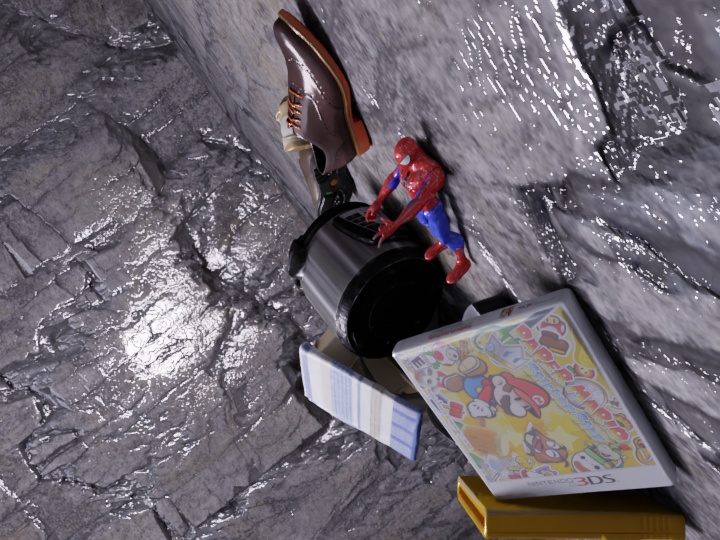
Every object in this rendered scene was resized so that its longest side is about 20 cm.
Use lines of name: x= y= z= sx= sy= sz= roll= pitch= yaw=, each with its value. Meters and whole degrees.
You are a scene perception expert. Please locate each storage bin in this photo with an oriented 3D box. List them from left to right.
storage bin: x=0.016 y=0.171 z=1.047 sx=0.198 sy=0.094 sz=0.200 roll=44 pitch=180 yaw=-2

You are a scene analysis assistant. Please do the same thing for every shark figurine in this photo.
shark figurine: x=0.108 y=0.161 z=0.900 sx=0.090 sy=0.209 sz=0.130 roll=-82 pitch=-21 yaw=-54

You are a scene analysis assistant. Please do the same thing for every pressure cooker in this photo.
pressure cooker: x=-0.001 y=0.003 z=0.900 sx=0.200 sy=0.178 sz=0.177 roll=46 pitch=176 yaw=45

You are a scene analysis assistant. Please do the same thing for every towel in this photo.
towel: x=-0.001 y=0.183 z=0.884 sx=0.197 sy=0.024 sz=0.149 roll=26 pitch=145 yaw=21

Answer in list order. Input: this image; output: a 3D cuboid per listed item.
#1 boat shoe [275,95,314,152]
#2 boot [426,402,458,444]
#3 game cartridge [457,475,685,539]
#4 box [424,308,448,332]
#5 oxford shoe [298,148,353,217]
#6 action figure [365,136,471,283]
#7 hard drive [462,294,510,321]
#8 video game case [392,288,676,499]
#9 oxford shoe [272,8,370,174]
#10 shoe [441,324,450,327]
boat shoe: x=-0.075 y=-0.204 z=0.834 sx=0.200 sy=0.072 sz=0.071 roll=-111 pitch=9 yaw=-73
boot: x=0.183 y=0.193 z=0.704 sx=0.196 sy=0.071 sz=0.174 roll=14 pitch=161 yaw=33
game cartridge: x=0.215 y=0.257 z=0.685 sx=0.176 sy=0.194 sz=0.033 roll=87 pitch=-174 yaw=-82
box: x=0.135 y=0.153 z=1.050 sx=0.202 sy=0.040 sz=0.158 roll=58 pitch=-155 yaw=-33
oxford shoe: x=-0.059 y=-0.154 z=1.015 sx=0.085 sy=0.072 sz=0.201 roll=52 pitch=163 yaw=24
action figure: x=0.048 y=-0.043 z=0.613 sx=0.065 sy=0.098 sz=0.201 roll=46 pitch=170 yaw=35
hard drive: x=0.172 y=0.099 z=0.724 sx=0.136 sy=0.042 sz=0.200 roll=52 pitch=174 yaw=18
video game case: x=0.148 y=0.123 z=0.557 sx=0.180 sy=0.023 sz=0.202 roll=-22 pitch=110 yaw=40
oxford shoe: x=-0.051 y=-0.182 z=0.680 sx=0.071 sy=0.072 sz=0.201 roll=47 pitch=173 yaw=41
shoe: x=0.184 y=0.146 z=0.933 sx=0.069 sy=0.054 sz=0.201 roll=-1 pitch=-140 yaw=-38
